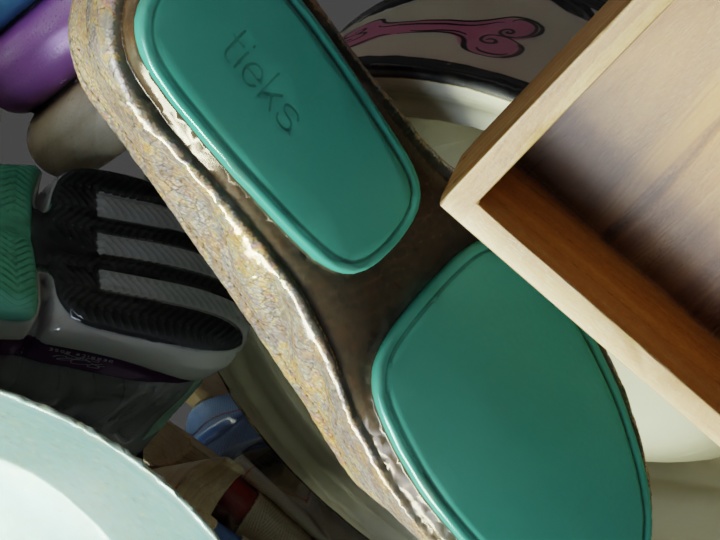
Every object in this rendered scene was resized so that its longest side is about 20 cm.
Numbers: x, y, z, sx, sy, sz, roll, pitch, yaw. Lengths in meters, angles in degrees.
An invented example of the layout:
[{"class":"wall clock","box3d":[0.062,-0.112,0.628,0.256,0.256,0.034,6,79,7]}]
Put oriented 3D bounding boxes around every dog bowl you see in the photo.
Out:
[{"class":"dog bowl","box3d":[0.055,0.006,0.735,0.200,0.074,0.200,21,141,18]}]

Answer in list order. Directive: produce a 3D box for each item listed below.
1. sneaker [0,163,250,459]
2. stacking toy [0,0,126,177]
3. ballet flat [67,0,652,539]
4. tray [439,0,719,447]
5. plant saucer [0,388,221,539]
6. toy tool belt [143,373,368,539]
[{"class":"sneaker","box3d":[-0.131,0.009,0.701,0.200,0.074,0.088,17,132,-17]},{"class":"stacking toy","box3d":[-0.111,-0.121,0.727,0.200,0.085,0.085,48,142,-9]},{"class":"ballet flat","box3d":[0.000,0.000,0.670,0.200,0.068,0.067,57,158,-19]},{"class":"tray","box3d":[0.118,-0.053,0.585,0.099,0.037,0.200,40,119,-7]},{"class":"plant saucer","box3d":[-0.115,0.100,0.719,0.201,0.039,0.201,2,119,4]},{"class":"toy tool belt","box3d":[-0.050,0.104,0.825,0.123,0.200,0.125,34,135,-2]}]
